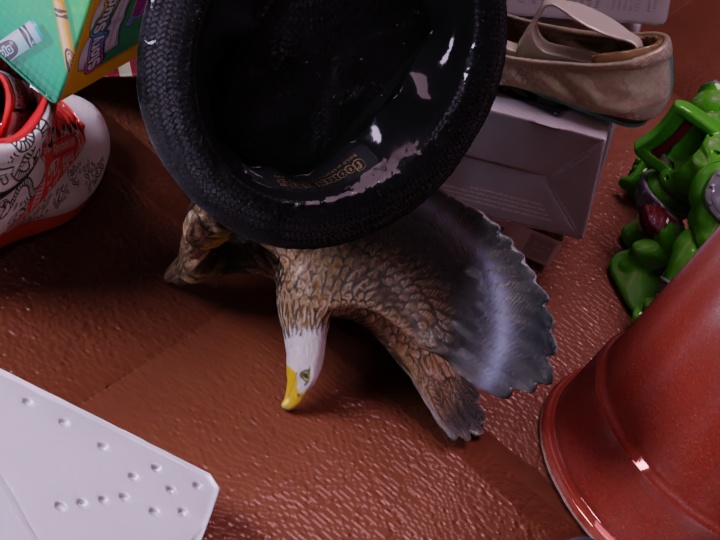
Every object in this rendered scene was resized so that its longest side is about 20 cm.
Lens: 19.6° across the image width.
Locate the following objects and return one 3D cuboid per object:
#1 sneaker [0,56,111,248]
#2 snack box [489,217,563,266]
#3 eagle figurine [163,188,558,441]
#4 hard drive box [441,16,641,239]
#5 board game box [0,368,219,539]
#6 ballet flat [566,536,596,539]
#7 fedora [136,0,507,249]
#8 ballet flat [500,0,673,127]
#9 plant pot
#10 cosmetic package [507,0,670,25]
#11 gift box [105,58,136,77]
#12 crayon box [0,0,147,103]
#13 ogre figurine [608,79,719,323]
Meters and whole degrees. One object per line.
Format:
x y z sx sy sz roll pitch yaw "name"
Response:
-0.172 -0.073 1.082 0.067 0.108 0.201 36 34 7 "sneaker"
0.103 -0.079 1.381 0.072 0.024 0.200 22 35 -7 "snack box"
-0.002 0.007 1.105 0.199 0.152 0.152 13 26 -7 "eagle figurine"
0.090 -0.119 1.334 0.155 0.077 0.200 14 35 6 "hard drive box"
-0.175 0.117 0.909 0.199 0.026 0.200 27 34 -6 "board game box"
0.149 0.208 1.010 0.073 0.073 0.200 -10 51 -45 "ballet flat"
-0.029 -0.111 1.017 0.200 0.202 0.091 11 1 -27 "fedora"
0.091 -0.140 1.243 0.199 0.063 0.068 13 36 6 "ballet flat"
0.233 0.060 1.152 0.200 0.196 0.201 21 35 -16 "plant pot"
0.092 -0.209 1.319 0.199 0.072 0.102 3 25 -10 "cosmetic package"
-0.125 -0.230 1.224 0.199 0.185 0.187 5 31 18 "gift box"
-0.101 -0.183 0.981 0.058 0.200 0.119 41 48 12 "crayon box"
0.210 -0.044 1.337 0.098 0.120 0.200 34 35 6 "ogre figurine"
